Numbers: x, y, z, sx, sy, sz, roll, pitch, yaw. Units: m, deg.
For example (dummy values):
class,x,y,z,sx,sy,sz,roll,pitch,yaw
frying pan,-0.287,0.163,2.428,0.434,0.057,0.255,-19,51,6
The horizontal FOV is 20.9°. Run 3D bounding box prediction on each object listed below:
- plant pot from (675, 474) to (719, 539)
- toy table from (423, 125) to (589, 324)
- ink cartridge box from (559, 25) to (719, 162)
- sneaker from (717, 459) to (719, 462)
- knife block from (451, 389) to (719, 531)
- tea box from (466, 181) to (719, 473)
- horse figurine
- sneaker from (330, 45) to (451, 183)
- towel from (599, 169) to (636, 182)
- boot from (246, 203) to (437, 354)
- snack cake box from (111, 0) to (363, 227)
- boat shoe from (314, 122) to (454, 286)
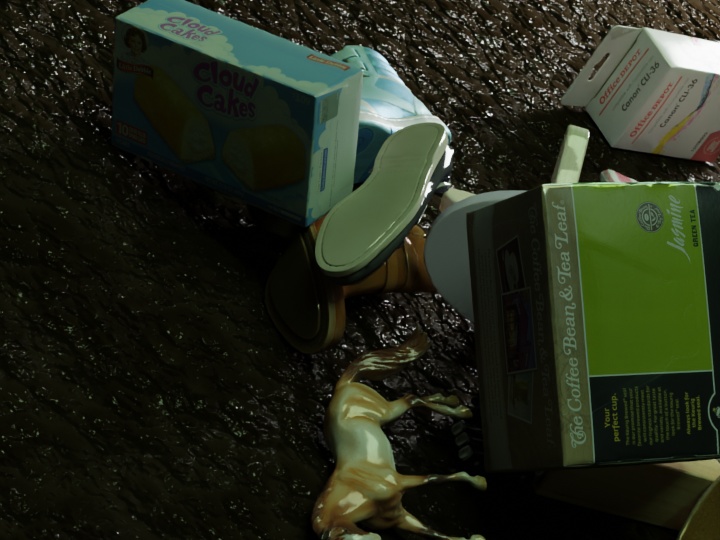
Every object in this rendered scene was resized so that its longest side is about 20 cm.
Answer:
class,x,y,z,sx,sy,sz,roll,pitch,yaw
plant pot,0.368,0.249,1.482,0.200,0.186,0.187,39,29,-18
toy table,0.155,-0.015,1.600,0.199,0.184,0.117,26,25,-3
ink cartridge box,0.320,-0.184,2.050,0.199,0.117,0.068,5,42,-37
sneaker,0.306,0.109,1.679,0.199,0.079,0.130,44,23,-3
knife block,0.172,0.146,1.527,0.200,0.064,0.175,42,34,12
tea box,0.196,0.043,1.436,0.196,0.134,0.201,0,83,-23
horse figurine,0.020,0.129,1.414,0.132,0.050,0.201,4,48,-13
sneaker,-0.019,-0.144,1.729,0.200,0.080,0.131,1,46,-55
towel,0.331,-0.030,1.907,0.199,0.030,0.146,23,17,-13
boot,0.000,0.000,1.561,0.154,0.074,0.200,18,38,-31
snack cake box,-0.099,-0.128,1.527,0.199,0.115,0.067,23,36,27
boat shoe,0.027,-0.040,1.514,0.072,0.063,0.200,-1,35,26
